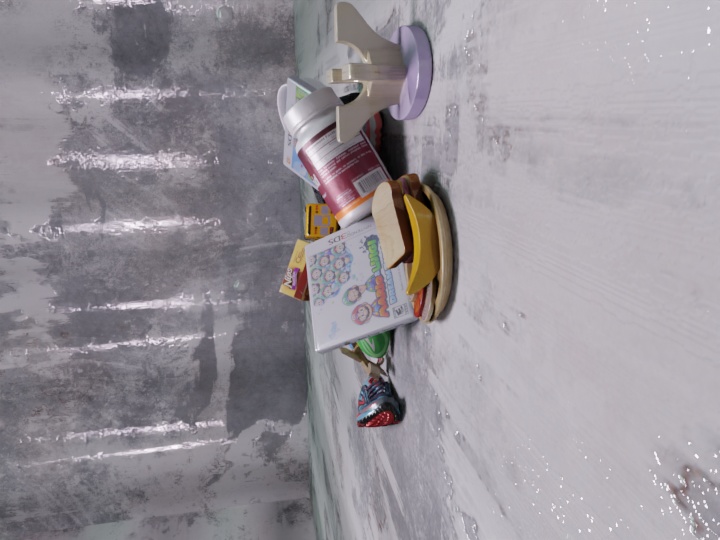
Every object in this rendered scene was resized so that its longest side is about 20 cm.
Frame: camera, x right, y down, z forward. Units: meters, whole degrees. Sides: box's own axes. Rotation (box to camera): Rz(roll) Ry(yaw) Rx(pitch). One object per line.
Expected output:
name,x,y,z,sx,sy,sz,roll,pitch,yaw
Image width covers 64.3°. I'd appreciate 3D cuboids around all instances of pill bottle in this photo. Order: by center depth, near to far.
pill bottle,-0.034,-0.182,0.926,0.202,0.113,0.114,59,169,-1

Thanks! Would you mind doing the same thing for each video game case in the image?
video game case,-0.005,0.015,0.940,0.024,0.180,0.203,37,-142,-53
video game case,-0.072,-0.231,1.055,0.199,0.022,0.184,39,139,29

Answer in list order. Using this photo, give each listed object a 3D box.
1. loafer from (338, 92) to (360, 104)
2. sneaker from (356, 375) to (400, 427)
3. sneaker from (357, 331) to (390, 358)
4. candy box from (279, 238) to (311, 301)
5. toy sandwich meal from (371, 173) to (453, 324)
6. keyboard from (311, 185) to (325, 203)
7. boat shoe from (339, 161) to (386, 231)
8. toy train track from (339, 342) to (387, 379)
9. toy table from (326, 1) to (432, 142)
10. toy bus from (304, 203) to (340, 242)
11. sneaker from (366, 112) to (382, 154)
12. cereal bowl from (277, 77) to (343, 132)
loafer,-0.034,-0.320,1.238,0.201,0.069,0.070,124,144,-73
sneaker,0.023,0.241,1.069,0.200,0.078,0.097,118,149,-70
sneaker,0.027,0.074,1.010,0.084,0.073,0.204,-105,15,-63
candy box,-0.108,0.004,1.260,0.200,0.056,0.119,21,-91,-82
toy sandwich meal,0.065,-0.029,0.771,0.205,0.069,0.210,177,90,-80
keyboard,-0.086,-0.203,1.167,0.126,0.020,0.202,32,150,45
boat shoe,0.011,-0.097,1.025,0.066,0.071,0.205,-7,-68,-73
toy train track,0.000,0.148,1.125,0.033,0.114,0.200,-55,27,6
toy table,0.020,-0.281,0.827,0.200,0.115,0.188,-163,70,-78
toy bus,-0.069,-0.091,1.180,0.200,0.077,0.067,23,-112,-82
sneaker,-0.007,-0.204,1.079,0.074,0.085,0.204,-115,24,-65
cereal bowl,-0.078,-0.295,1.151,0.200,0.083,0.202,44,155,26
